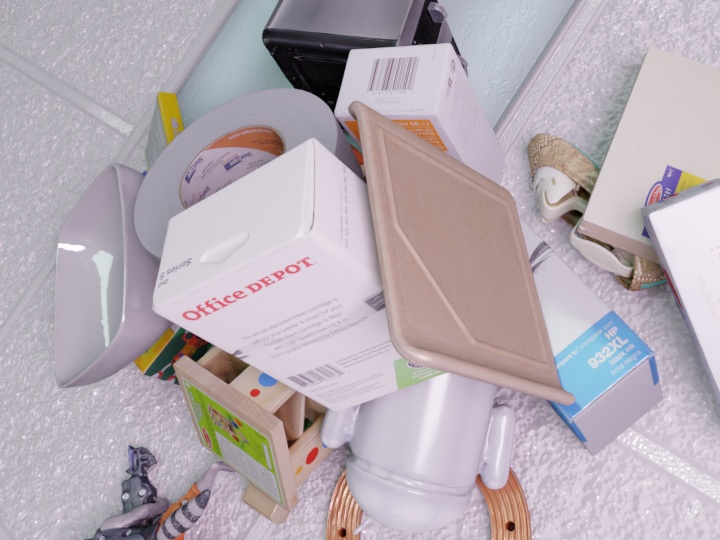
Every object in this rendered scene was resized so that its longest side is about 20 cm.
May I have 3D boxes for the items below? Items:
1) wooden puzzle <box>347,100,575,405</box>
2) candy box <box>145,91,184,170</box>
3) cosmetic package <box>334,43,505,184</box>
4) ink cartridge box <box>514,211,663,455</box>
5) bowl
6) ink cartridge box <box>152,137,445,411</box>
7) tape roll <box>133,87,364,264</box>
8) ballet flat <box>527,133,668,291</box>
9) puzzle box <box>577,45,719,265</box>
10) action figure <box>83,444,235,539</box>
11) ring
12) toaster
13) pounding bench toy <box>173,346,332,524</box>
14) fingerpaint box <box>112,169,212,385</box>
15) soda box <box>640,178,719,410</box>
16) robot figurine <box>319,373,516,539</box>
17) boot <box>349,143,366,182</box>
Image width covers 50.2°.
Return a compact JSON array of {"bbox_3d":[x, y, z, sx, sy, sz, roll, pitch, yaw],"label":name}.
[{"bbox_3d":[0.067,-0.007,0.537,0.037,0.184,0.202,-33,54,32],"label":"wooden puzzle"},{"bbox_3d":[-0.204,-0.086,0.842,0.102,0.026,0.201,-54,46,48],"label":"candy box"},{"bbox_3d":[0.065,-0.129,0.743,0.101,0.200,0.072,4,71,27],"label":"cosmetic package"},{"bbox_3d":[0.156,0.044,0.661,0.084,0.145,0.200,-40,58,4],"label":"ink cartridge box"},{"bbox_3d":[-0.254,0.010,0.803,0.200,0.074,0.202,-34,57,45],"label":"bowl"},{"bbox_3d":[-0.026,0.015,0.561,0.145,0.200,0.085,-24,49,29],"label":"ink cartridge box"},{"bbox_3d":[-0.099,-0.069,0.683,0.198,0.066,0.202,-14,49,17],"label":"tape roll"},{"bbox_3d":[0.209,-0.056,0.716,0.065,0.071,0.200,-27,54,-20],"label":"ballet flat"},{"bbox_3d":[0.286,-0.097,0.679,0.132,0.025,0.201,24,70,10],"label":"puzzle box"},{"bbox_3d":[-0.218,0.256,0.791,0.192,0.105,0.201,-26,60,7],"label":"action figure"},{"bbox_3d":[0.060,0.239,0.707,0.199,0.019,0.202,-10,65,23],"label":"ring"},{"bbox_3d":[0.006,-0.232,0.828,0.198,0.181,0.120,14,74,29],"label":"toaster"},{"bbox_3d":[-0.065,0.135,0.757,0.124,0.201,0.156,26,51,30],"label":"pounding bench toy"},{"bbox_3d":[-0.234,0.006,0.913,0.200,0.073,0.167,39,91,32],"label":"fingerpaint box"},{"bbox_3d":[0.289,0.033,0.598,0.068,0.064,0.202,-22,92,16],"label":"soda box"},{"bbox_3d":[0.053,0.136,0.666,0.168,0.113,0.202,15,87,1],"label":"robot figurine"},{"bbox_3d":[-0.065,-0.043,0.736,0.200,0.075,0.107,-49,47,-3],"label":"boot"}]
